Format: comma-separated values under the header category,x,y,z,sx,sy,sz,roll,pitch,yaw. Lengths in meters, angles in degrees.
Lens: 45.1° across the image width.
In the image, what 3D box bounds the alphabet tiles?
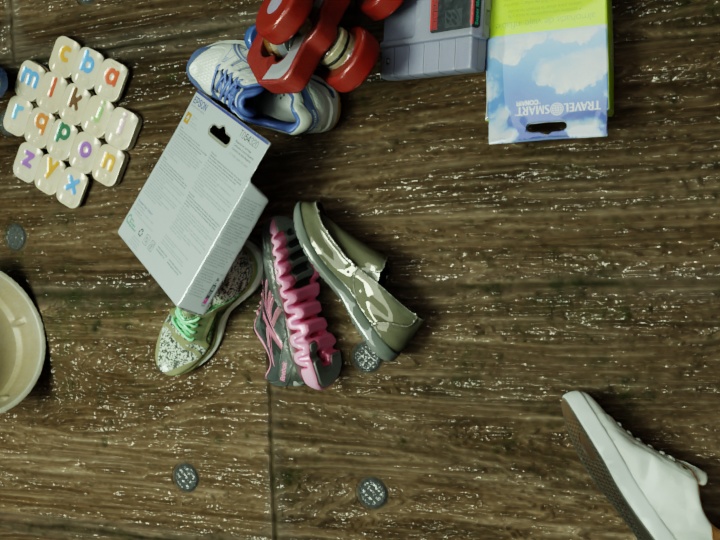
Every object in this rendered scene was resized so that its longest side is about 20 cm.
category,x,y,z,sx,sy,sz,roll,pitch,yaw
alphabet tiles,-0.370,-0.189,1.109,0.200,0.015,0.196,28,103,19

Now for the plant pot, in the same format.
category,x,y,z,sx,sy,sz,roll,pitch,yaw
plant pot,-0.547,0.106,1.120,0.183,0.200,0.201,-18,86,35

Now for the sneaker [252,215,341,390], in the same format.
category,x,y,z,sx,sy,sz,roll,pitch,yaw
sneaker,-0.090,0.040,0.977,0.095,0.079,0.200,-14,86,34

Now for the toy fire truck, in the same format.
category,x,y,z,sx,sy,sz,roll,pitch,yaw
toy fire truck,-0.052,-0.273,0.893,0.168,0.112,0.200,18,81,57

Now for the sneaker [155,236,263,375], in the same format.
category,x,y,z,sx,sy,sz,roll,pitch,yaw
sneaker,-0.192,0.042,1.005,0.077,0.089,0.200,41,107,16

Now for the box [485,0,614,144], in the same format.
category,x,y,z,sx,sy,sz,roll,pitch,yaw
box,0.184,-0.226,0.853,0.122,0.048,0.200,-1,91,23

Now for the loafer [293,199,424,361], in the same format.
category,x,y,z,sx,sy,sz,roll,pitch,yaw
loafer,0.000,0.000,0.939,0.070,0.075,0.200,-35,84,9

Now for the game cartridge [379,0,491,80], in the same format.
category,x,y,z,sx,sy,sz,roll,pitch,yaw
game cartridge,0.077,-0.298,0.880,0.130,0.038,0.200,7,96,50

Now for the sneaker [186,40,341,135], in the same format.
category,x,y,z,sx,sy,sz,roll,pitch,yaw
sneaker,-0.121,-0.204,0.957,0.200,0.088,0.075,21,117,22

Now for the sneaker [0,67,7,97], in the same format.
category,x,y,z,sx,sy,sz,roll,pitch,yaw
sneaker,-0.541,-0.234,1.149,0.200,0.075,0.088,14,110,28

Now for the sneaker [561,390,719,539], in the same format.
category,x,y,z,sx,sy,sz,roll,pitch,yaw
sneaker,0.275,0.192,0.839,0.085,0.073,0.200,-30,73,-9

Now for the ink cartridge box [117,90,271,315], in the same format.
category,x,y,z,sx,sy,sz,roll,pitch,yaw
ink cartridge box,-0.179,-0.080,0.968,0.200,0.043,0.196,-58,42,7
